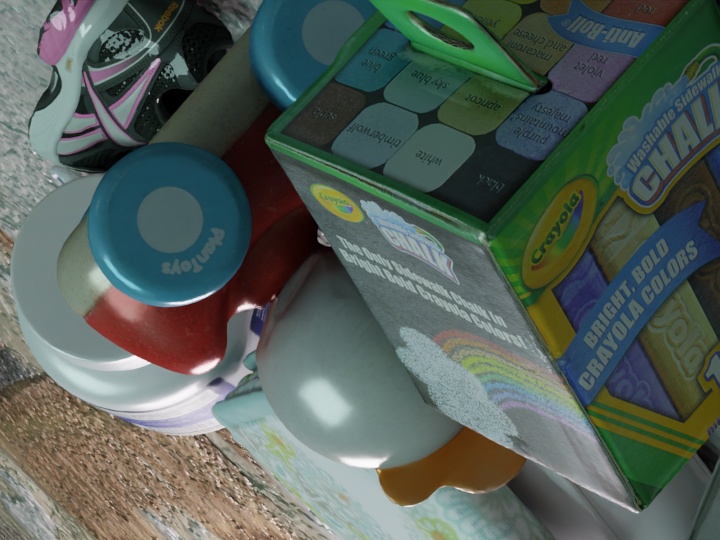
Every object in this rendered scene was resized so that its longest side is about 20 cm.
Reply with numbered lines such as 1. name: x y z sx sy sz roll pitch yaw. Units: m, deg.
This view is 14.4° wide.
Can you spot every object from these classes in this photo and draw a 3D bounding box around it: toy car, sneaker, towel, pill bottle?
1. toy car: 0.000 0.000 1.138 0.200 0.177 0.184 42 172 -4
2. sneaker: -0.102 -0.082 1.338 0.086 0.080 0.200 31 167 3
3. towel: 0.018 0.100 1.314 0.171 0.048 0.200 44 166 -6
4. pill bottle: -0.105 0.014 1.408 0.120 0.120 0.200 39 178 12

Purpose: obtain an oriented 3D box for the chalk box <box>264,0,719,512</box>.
1. chalk box: 0.062 -0.037 1.006 0.124 0.124 0.200 26 155 44

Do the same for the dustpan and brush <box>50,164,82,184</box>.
1. dustpan and brush: -0.108 0.009 1.613 0.200 0.057 0.140 31 159 13

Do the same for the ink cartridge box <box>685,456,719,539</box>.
1. ink cartridge box: 0.180 0.127 0.958 0.146 0.146 0.200 21 139 13

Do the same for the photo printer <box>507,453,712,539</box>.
1. photo printer: 0.090 0.089 1.321 0.200 0.069 0.166 51 161 -24
